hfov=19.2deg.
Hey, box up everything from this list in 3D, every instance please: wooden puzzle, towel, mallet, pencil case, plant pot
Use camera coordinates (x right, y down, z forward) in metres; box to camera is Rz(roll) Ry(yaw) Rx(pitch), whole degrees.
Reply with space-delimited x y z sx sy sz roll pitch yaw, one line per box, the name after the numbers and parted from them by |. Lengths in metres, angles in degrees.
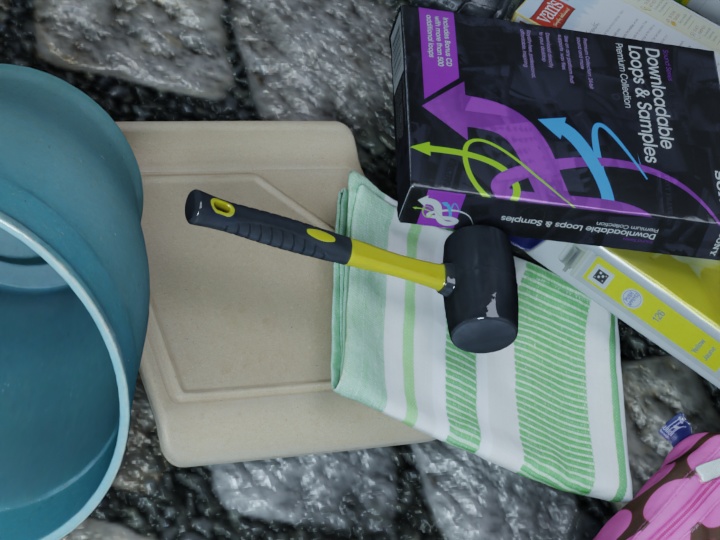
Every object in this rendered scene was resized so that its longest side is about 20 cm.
-0.055 0.010 1.167 0.184 0.037 0.201 -3 61 -32 | wooden puzzle
0.070 0.040 1.190 0.199 0.023 0.153 26 44 -27 | towel
0.000 0.000 1.121 0.199 0.041 0.066 9 56 -31 | mallet
0.150 0.160 1.118 0.091 0.094 0.200 42 46 9 | pencil case
-0.187 0.002 0.998 0.199 0.201 0.188 26 31 -8 | plant pot

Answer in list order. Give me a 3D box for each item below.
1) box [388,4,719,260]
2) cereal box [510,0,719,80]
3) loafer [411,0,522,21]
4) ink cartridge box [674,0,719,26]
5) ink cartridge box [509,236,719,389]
0.118 -0.081 1.234 0.198 0.036 0.144 7 51 -12 | box
0.197 -0.128 1.366 0.199 0.040 0.144 30 32 8 | cereal box
0.083 -0.227 1.410 0.070 0.068 0.201 33 48 -15 | loafer
0.241 -0.262 1.524 0.199 0.076 0.148 30 45 -7 | ink cartridge box
0.179 -0.034 1.303 0.199 0.047 0.198 37 34 -1 | ink cartridge box
